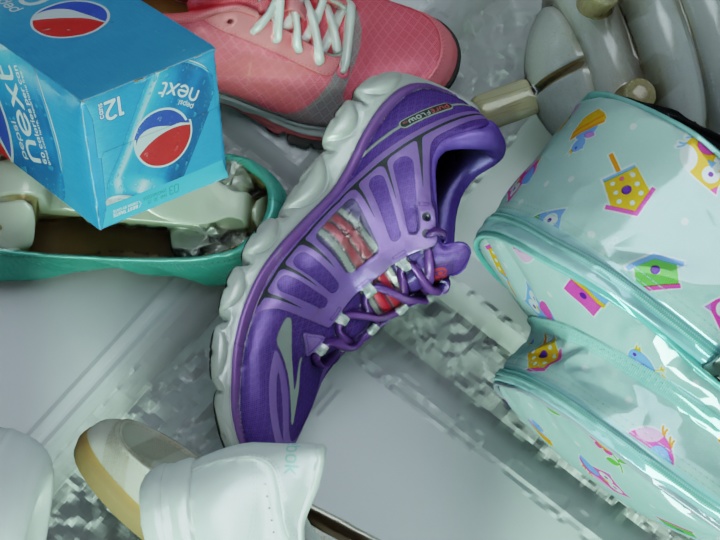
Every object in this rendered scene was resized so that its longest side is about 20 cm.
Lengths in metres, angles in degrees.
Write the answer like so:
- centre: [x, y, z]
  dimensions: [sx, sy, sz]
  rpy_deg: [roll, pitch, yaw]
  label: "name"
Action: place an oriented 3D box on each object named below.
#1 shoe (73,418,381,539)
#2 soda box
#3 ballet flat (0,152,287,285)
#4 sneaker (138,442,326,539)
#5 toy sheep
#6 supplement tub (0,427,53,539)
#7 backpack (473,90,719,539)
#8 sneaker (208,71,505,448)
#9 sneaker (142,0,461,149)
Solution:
- centre: [-0.028, 0.114, 0.866]
  dimensions: [0.200, 0.070, 0.053]
  rpy_deg: [33, 100, -1]
  label: "shoe"
- centre: [-0.142, -0.095, 0.895]
  dimensions: [0.068, 0.064, 0.200]
  rpy_deg: [-26, 40, -29]
  label: "soda box"
- centre: [-0.126, -0.032, 0.921]
  dimensions: [0.199, 0.070, 0.068]
  rpy_deg: [2, 67, -6]
  label: "ballet flat"
- centre: [-0.019, 0.164, 0.806]
  dimensions: [0.088, 0.075, 0.201]
  rpy_deg: [-15, 100, 5]
  label: "sneaker"
- centre: [0.146, -0.106, 0.957]
  dimensions: [0.199, 0.138, 0.138]
  rpy_deg: [-14, 69, -5]
  label: "toy sheep"
- centre: [-0.232, 0.115, 0.801]
  dimensions: [0.199, 0.145, 0.145]
  rpy_deg: [13, 65, -2]
  label: "supplement tub"
- centre: [0.138, 0.024, 0.864]
  dimensions: [0.153, 0.176, 0.200]
  rpy_deg: [-45, 93, -4]
  label: "backpack"
- centre: [0.000, 0.000, 0.903]
  dimensions: [0.083, 0.081, 0.200]
  rpy_deg: [22, 71, 22]
  label: "sneaker"
- centre: [-0.049, -0.111, 0.957]
  dimensions: [0.199, 0.087, 0.074]
  rpy_deg: [5, 66, -6]
  label: "sneaker"
